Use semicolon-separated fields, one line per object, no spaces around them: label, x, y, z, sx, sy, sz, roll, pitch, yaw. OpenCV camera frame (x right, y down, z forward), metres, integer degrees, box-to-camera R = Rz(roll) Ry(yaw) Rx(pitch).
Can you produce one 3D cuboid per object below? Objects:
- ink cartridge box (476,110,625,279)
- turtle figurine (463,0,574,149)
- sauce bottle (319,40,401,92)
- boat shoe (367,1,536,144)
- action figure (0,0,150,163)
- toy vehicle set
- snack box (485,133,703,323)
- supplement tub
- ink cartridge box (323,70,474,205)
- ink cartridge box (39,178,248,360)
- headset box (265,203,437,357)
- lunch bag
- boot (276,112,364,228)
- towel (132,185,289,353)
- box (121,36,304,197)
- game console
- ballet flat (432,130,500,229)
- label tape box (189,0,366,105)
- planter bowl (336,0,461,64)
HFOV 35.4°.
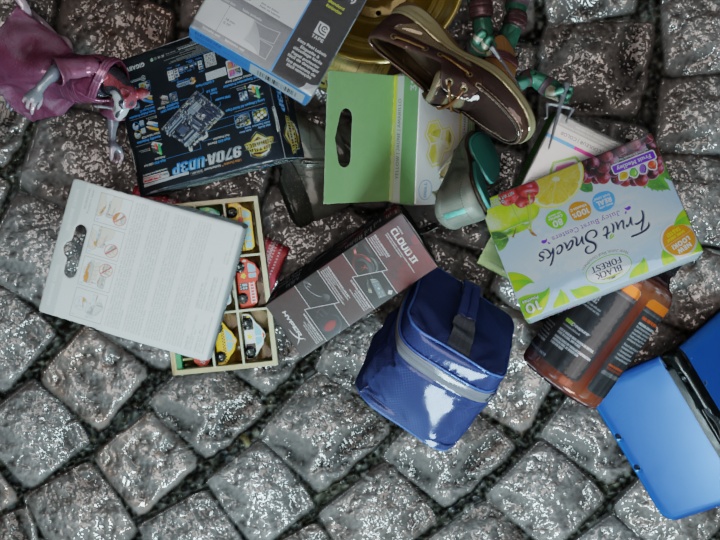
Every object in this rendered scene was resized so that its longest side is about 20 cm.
ink cartridge box;0.224;-0.071;1.298;0.104;0.059;0.200;26;97;-2
turtle figurine;0.155;-0.232;1.238;0.101;0.150;0.200;-13;71;41
sauce bottle;-0.047;-0.241;1.283;0.200;0.065;0.065;24;97;0
boat shoe;0.091;-0.193;1.177;0.200;0.072;0.072;44;59;5
action figure;-0.312;-0.215;1.259;0.200;0.134;0.149;10;72;25
toy vehicle set;-0.168;0.017;1.316;0.124;0.027;0.200;-7;96;-1
snack box;0.248;-0.043;1.226;0.200;0.053;0.142;-22;79;7
supplement tub;0.283;0.051;1.290;0.107;0.107;0.200;35;97;-3
ink cartridge box;0.048;-0.144;1.238;0.048;0.200;0.146;9;101;41
ink cartridge box;-0.244;-0.002;1.279;0.200;0.047;0.160;16;95;0
headset box;0.000;0.000;1.269;0.200;0.149;0.075;-34;97;5
lunch bag;0.094;0.084;1.259;0.136;0.200;0.132;33;115;-5
boot;-0.046;-0.157;1.303;0.131;0.068;0.200;-21;96;-9
towel;-0.202;-0.001;1.338;0.200;0.022;0.145;23;95;-3
box;-0.172;-0.179;1.256;0.200;0.046;0.159;-13;90;26
game console;0.405;0.171;1.347;0.171;0.118;0.200;-35;97;-26
ballet flat;0.109;-0.100;1.219;0.064;0.200;0.067;-24;107;19
label tape box;-0.067;-0.296;1.168;0.144;0.063;0.200;29;86;-6
planter bowl;0.016;-0.329;1.258;0.200;0.083;0.201;0;96;1
